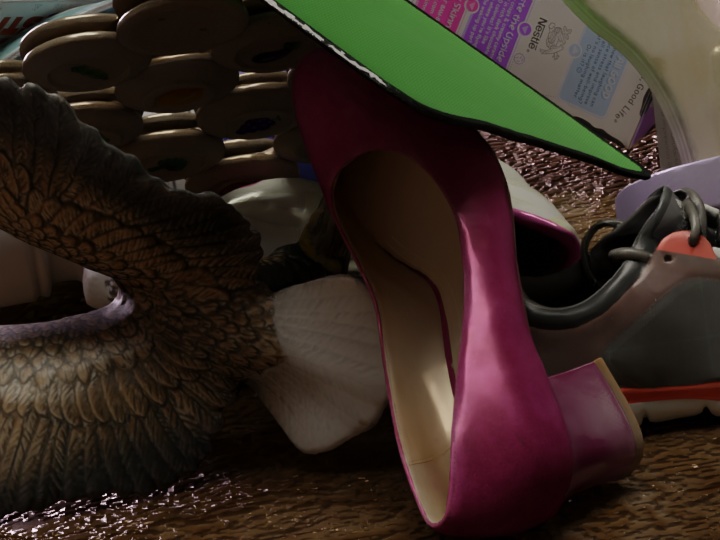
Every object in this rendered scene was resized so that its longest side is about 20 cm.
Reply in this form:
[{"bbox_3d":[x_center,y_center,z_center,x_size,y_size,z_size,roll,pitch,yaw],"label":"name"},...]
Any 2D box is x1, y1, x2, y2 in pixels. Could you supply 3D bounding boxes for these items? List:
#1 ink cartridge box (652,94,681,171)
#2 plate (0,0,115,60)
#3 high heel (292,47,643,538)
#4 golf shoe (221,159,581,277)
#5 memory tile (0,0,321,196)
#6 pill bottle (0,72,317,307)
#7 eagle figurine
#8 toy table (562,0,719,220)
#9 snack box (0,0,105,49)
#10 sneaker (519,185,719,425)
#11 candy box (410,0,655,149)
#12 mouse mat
[{"bbox_3d":[0.217,-0.086,1.341,0.068,0.117,0.200,-19,18,-33],"label":"ink cartridge box"},{"bbox_3d":[-0.154,-0.076,1.447,0.200,0.026,0.200,-33,-16,-10],"label":"plate"},{"bbox_3d":[0.012,0.005,1.053,0.096,0.201,0.067,-14,-23,-44],"label":"high heel"},{"bbox_3d":[0.000,0.000,1.241,0.199,0.076,0.091,-17,21,-23],"label":"golf shoe"},{"bbox_3d":[-0.057,-0.068,1.192,0.153,0.017,0.200,-22,-23,34],"label":"memory tile"},{"bbox_3d":[-0.083,-0.047,1.359,0.199,0.120,0.120,-13,16,-7],"label":"pill bottle"},{"bbox_3d":[-0.092,0.010,1.134,0.199,0.152,0.151,2,-28,-28],"label":"eagle figurine"},{"bbox_3d":[0.166,-0.075,1.211,0.183,0.118,0.200,0,-6,-24],"label":"toy table"},{"bbox_3d":[-0.157,-0.112,1.432,0.072,0.024,0.200,-47,-19,26],"label":"snack box"},{"bbox_3d":[0.135,0.008,1.113,0.199,0.082,0.077,-10,15,-5],"label":"sneaker"},{"bbox_3d":[0.075,-0.142,1.518,0.199,0.072,0.168,25,15,11],"label":"candy box"},{"bbox_3d":[0.010,-0.087,1.118,0.161,0.008,0.200,38,12,29],"label":"mouse mat"}]
